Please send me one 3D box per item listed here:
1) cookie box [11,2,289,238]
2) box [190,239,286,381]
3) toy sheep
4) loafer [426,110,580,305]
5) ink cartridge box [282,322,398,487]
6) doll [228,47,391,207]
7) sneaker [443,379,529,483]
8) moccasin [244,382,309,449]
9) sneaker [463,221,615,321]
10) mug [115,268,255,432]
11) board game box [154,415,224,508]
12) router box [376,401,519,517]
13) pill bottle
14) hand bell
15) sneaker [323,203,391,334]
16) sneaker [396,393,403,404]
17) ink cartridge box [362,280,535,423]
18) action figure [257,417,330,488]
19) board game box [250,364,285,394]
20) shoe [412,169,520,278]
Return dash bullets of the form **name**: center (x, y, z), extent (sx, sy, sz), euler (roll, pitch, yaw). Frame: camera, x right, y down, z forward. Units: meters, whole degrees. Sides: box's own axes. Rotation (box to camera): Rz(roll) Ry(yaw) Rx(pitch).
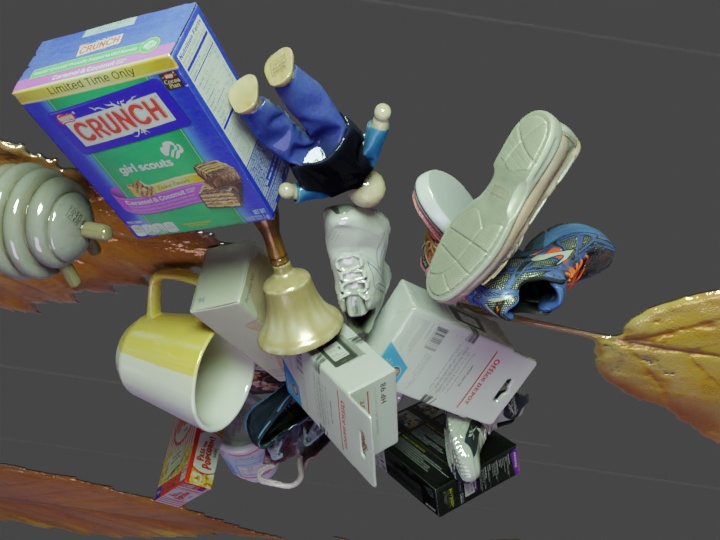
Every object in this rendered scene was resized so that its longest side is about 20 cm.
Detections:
- **cookie box**: center (-0.186, -0.129, 0.730), extent (0.169, 0.076, 0.201), euler (-6, 140, 22)
- **box**: center (-0.120, 0.056, 0.998), extent (0.077, 0.096, 0.200), euler (-10, 145, 27)
- **toy sheep**: center (-0.355, -0.051, 0.848), extent (0.197, 0.139, 0.138), euler (4, 148, 13)
- **loafer**: center (0.138, -0.048, 0.732), extent (0.062, 0.072, 0.201), euler (20, 109, -35)
- **ink cartridge box**: center (-0.016, 0.141, 0.912), extent (0.066, 0.200, 0.117), euler (-23, 130, -26)
- **doll**: center (-0.031, -0.119, 0.737), extent (0.136, 0.049, 0.200), euler (-33, 139, 12)
- **sneaker**: center (0.178, 0.203, 1.084), extent (0.128, 0.200, 0.080), euler (-5, 121, 0)
- **moccasin**: center (-0.075, 0.191, 1.136), extent (0.200, 0.068, 0.080), euler (-42, 124, 4)
- **sneaker**: center (0.192, 0.009, 0.809), extent (0.198, 0.079, 0.076), euler (-17, 133, -26)
- **mug**: center (-0.236, 0.105, 1.046), extent (0.151, 0.189, 0.149), euler (10, 168, 23)
- **board game box**: center (-0.262, 0.260, 1.246), extent (0.046, 0.202, 0.151), euler (23, 144, -22)
- **router box**: center (0.114, 0.264, 1.150), extent (0.148, 0.199, 0.052), euler (-20, 113, -25)
- **pill bottle**: center (-0.197, 0.305, 1.387), extent (0.107, 0.110, 0.201), euler (4, 148, 5)
- **hand bell**: center (-0.090, -0.020, 0.858), extent (0.103, 0.104, 0.202), euler (-5, 116, 19)
- **sneaker**: center (0.000, 0.000, 0.890), extent (0.073, 0.088, 0.201), euler (-1, 146, 13)
- **sneaker**: center (0.018, 0.169, 1.164), extent (0.079, 0.074, 0.201), euler (15, 147, -8)
- **ink cartridge box**: center (0.110, 0.108, 0.996), extent (0.198, 0.067, 0.117), euler (24, 111, -25)
- **action figure**: center (-0.075, 0.261, 1.256), extent (0.132, 0.151, 0.200), euler (14, -179, 6)
- **board game box**: center (-0.151, 0.125, 1.165), extent (0.134, 0.035, 0.200), euler (-8, 144, 23)
- **shoe**: center (0.093, -0.028, 0.839), extent (0.090, 0.072, 0.199), euler (-22, 142, 30)
